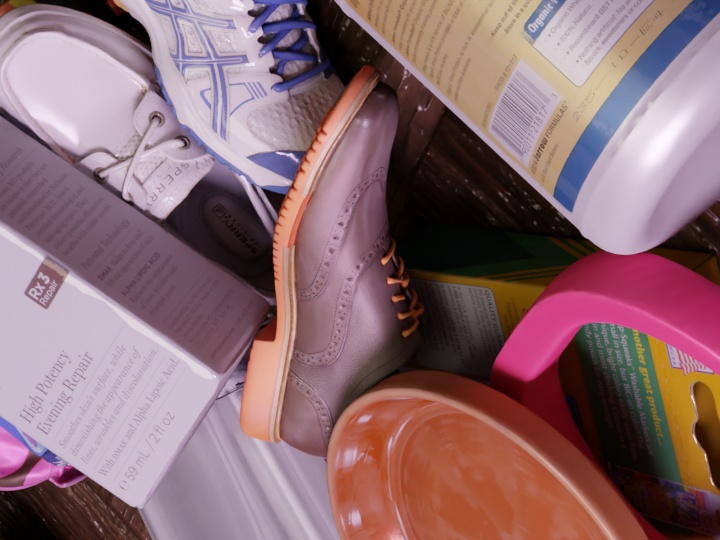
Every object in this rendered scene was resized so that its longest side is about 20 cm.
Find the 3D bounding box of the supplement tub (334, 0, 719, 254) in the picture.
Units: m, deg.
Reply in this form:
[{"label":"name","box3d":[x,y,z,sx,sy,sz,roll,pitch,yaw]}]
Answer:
[{"label":"supplement tub","box3d":[0.076,-0.120,0.908,0.200,0.145,0.145,44,141,14]}]

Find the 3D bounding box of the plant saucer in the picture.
[{"label":"plant saucer","box3d":[0.066,0.130,1.051,0.200,0.032,0.201,33,142,30]}]

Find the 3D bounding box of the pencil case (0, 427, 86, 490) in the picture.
[{"label":"pencil case","box3d":[-0.194,0.028,1.359,0.094,0.091,0.200,32,135,35]}]

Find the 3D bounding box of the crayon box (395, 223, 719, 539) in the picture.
[{"label":"crayon box","box3d":[0.105,0.052,1.080,0.200,0.052,0.126,8,122,45]}]

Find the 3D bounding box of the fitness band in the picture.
[{"label":"fitness band","box3d":[0.121,0.064,0.973,0.144,0.037,0.200,46,156,8]}]

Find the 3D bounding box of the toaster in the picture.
[{"label":"toaster","box3d":[-0.048,0.099,1.233,0.200,0.114,0.129,-25,93,53]}]

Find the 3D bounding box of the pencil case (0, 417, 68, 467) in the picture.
[{"label":"pencil case","box3d":[-0.214,0.017,1.262,0.200,0.078,0.087,36,129,-1]}]

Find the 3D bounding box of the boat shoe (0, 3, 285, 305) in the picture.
[{"label":"boat shoe","box3d":[-0.095,-0.052,1.142,0.200,0.071,0.069,37,-171,-31]}]

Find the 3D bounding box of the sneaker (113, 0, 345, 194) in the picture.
[{"label":"sneaker","box3d":[-0.060,-0.124,1.111,0.200,0.075,0.088,50,140,5]}]

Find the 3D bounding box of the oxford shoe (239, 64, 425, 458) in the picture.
[{"label":"oxford shoe","box3d":[0.000,0.000,1.079,0.073,0.071,0.200,20,127,11]}]

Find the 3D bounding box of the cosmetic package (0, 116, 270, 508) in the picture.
[{"label":"cosmetic package","box3d":[-0.153,0.009,1.117,0.200,0.074,0.102,33,125,0]}]

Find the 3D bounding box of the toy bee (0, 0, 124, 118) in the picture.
[{"label":"toy bee","box3d":[-0.169,-0.113,1.234,0.131,0.109,0.200,64,167,-26]}]
